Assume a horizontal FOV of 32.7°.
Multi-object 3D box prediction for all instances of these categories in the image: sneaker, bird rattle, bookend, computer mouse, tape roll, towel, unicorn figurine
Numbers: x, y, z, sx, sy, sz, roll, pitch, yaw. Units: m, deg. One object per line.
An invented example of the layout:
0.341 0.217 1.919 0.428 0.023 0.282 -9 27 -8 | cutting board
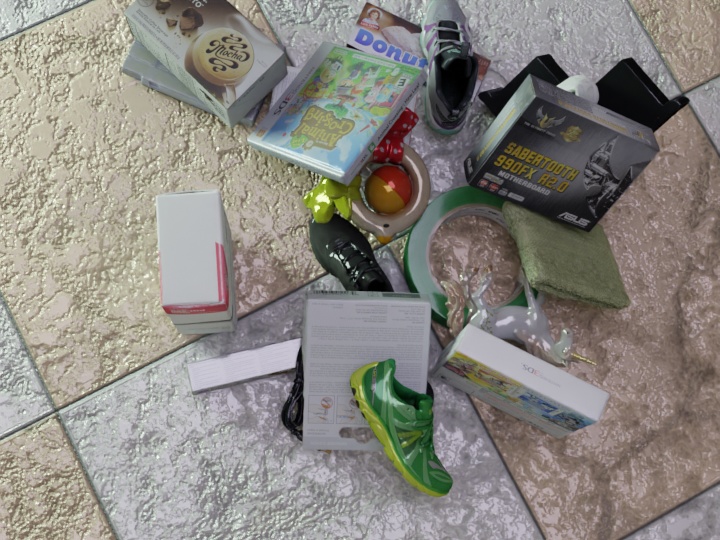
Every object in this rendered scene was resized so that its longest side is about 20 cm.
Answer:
0.065 0.199 1.541 0.083 0.074 0.201 -32 102 6 | sneaker
0.128 -0.297 1.672 0.077 0.140 0.201 -3 80 -6 | sneaker
0.021 -0.129 1.645 0.163 0.113 0.200 45 68 -10 | bird rattle
0.225 -0.180 1.621 0.075 0.088 0.200 45 114 8 | sneaker
0.000 0.000 1.645 0.076 0.091 0.200 -36 82 -7 | sneaker
0.303 -0.234 1.677 0.199 0.092 0.200 -44 83 24 | bookend
-0.004 0.183 1.613 0.199 0.046 0.141 22 92 -13 | computer mouse
0.160 -0.015 1.686 0.199 0.048 0.202 1 77 -5 | tape roll
0.278 -0.019 1.646 0.199 0.036 0.149 13 49 -38 | towel
0.208 0.062 1.621 0.199 0.074 0.138 -3 83 8 | unicorn figurine

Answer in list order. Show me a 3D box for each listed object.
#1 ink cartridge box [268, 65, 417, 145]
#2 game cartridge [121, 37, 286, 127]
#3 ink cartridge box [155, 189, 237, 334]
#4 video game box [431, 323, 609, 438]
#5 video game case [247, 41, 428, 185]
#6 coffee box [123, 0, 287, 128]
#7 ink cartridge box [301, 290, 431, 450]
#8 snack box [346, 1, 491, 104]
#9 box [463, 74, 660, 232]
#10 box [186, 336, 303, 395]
-0.028 -0.210 1.710 0.199 0.050 0.110 11 76 -4 | ink cartridge box
-0.219 -0.292 1.717 0.199 0.038 0.130 23 80 0 | game cartridge
-0.207 -0.006 1.568 0.084 0.200 0.147 -4 78 -1 | ink cartridge box
0.201 0.146 1.586 0.199 0.182 0.047 27 76 0 | video game box
-0.033 -0.211 1.608 0.199 0.022 0.182 24 73 43 | video game case
-0.208 -0.306 1.658 0.200 0.080 0.113 44 80 9 | coffee box
0.004 0.128 1.584 0.161 0.057 0.201 2 106 -4 | ink cartridge box
0.083 -0.309 1.755 0.199 0.024 0.072 25 78 0 | snack box
0.257 -0.146 1.577 0.199 0.159 0.049 20 40 -23 | box
-0.130 0.122 1.630 0.199 0.039 0.042 -14 79 -9 | box
